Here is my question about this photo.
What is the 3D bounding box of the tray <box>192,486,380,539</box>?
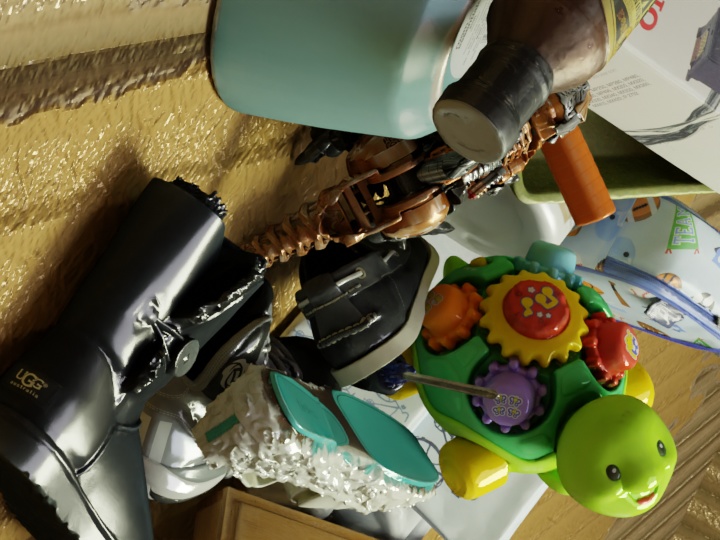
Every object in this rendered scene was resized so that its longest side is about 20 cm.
[{"bbox_3d":[-0.003,0.198,1.275,0.037,0.200,0.099,-33,-137,49],"label":"tray"}]

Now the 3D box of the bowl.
[{"bbox_3d":[0.025,-0.146,1.137,0.201,0.105,0.201,-53,161,-27],"label":"bowl"}]

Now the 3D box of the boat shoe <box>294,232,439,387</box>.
[{"bbox_3d":[0.000,0.000,1.328,0.072,0.068,0.200,-37,-169,14],"label":"boat shoe"}]

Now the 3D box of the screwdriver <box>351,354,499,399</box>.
[{"bbox_3d":[0.033,0.055,1.253,0.200,0.028,0.029,174,-71,-67],"label":"screwdriver"}]

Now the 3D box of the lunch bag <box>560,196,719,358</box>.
[{"bbox_3d":[0.175,-0.004,1.512,0.160,0.200,0.076,34,80,-44],"label":"lunch bag"}]

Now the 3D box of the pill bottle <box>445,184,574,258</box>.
[{"bbox_3d":[0.121,-0.112,1.433,0.200,0.120,0.120,-52,161,-25],"label":"pill bottle"}]

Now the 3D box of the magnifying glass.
[{"bbox_3d":[0.089,-0.118,1.254,0.080,0.200,0.022,-17,-169,40],"label":"magnifying glass"}]

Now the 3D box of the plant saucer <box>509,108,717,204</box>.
[{"bbox_3d":[0.148,-0.139,1.354,0.200,0.048,0.200,-4,87,-32],"label":"plant saucer"}]

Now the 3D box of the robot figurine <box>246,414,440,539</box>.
[{"bbox_3d":[0.011,0.105,1.480,0.200,0.113,0.170,-46,129,-37],"label":"robot figurine"}]

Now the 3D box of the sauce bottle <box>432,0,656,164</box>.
[{"bbox_3d":[0.103,-0.131,1.098,0.200,0.065,0.065,-51,161,-26],"label":"sauce bottle"}]

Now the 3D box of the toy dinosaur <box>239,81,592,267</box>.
[{"bbox_3d":[0.022,-0.058,1.217,0.136,0.200,0.102,-153,-125,-76],"label":"toy dinosaur"}]

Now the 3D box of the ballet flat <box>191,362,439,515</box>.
[{"bbox_3d":[-0.028,0.097,1.247,0.072,0.072,0.200,-60,148,-1],"label":"ballet flat"}]

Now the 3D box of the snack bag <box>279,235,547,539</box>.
[{"bbox_3d":[0.058,0.067,1.441,0.189,0.200,0.021,-47,-174,-38],"label":"snack bag"}]

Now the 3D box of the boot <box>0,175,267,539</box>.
[{"bbox_3d":[-0.105,0.061,1.136,0.168,0.076,0.200,-51,153,-18],"label":"boot"}]

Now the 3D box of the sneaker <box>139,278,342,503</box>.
[{"bbox_3d":[-0.056,0.047,1.270,0.200,0.075,0.116,-30,143,-57],"label":"sneaker"}]

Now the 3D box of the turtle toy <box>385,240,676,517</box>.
[{"bbox_3d":[0.106,0.063,1.325,0.146,0.200,0.101,-25,153,-23],"label":"turtle toy"}]

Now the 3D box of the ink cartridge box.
[{"bbox_3d":[0.211,-0.137,1.314,0.084,0.200,0.145,-12,-128,58],"label":"ink cartridge box"}]
